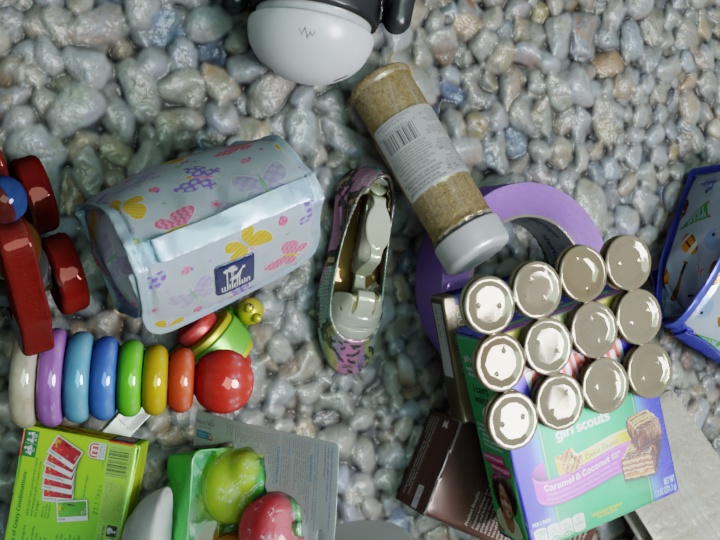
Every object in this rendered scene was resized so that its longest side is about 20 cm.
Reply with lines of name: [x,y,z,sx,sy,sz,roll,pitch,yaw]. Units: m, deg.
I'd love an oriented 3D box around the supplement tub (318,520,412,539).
supplement tub: [0.008,0.348,0.981,0.142,0.144,0.203,-17,106,-22]

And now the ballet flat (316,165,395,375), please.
ballet flat: [0.000,0.000,1.024,0.068,0.071,0.204,7,88,-21]

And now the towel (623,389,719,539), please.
towel: [0.341,0.238,1.154,0.131,0.035,0.202,-23,70,-22]

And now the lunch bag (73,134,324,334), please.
lunch bag: [-0.134,-0.032,0.896,0.168,0.199,0.129,-25,100,-21]

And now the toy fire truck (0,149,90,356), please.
toy fire truck: [-0.286,-0.043,0.830,0.111,0.169,0.202,-19,63,-21]

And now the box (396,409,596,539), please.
box: [0.146,0.229,1.091,0.198,0.075,0.101,29,80,-23]

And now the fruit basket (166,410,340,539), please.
fruit basket: [-0.087,0.226,0.924,0.093,0.198,0.189,5,88,-50]

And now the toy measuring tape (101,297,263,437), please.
toy measuring tape: [-0.158,0.097,0.959,0.200,0.073,0.074,-45,107,-17]

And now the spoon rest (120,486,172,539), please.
spoon rest: [-0.177,0.282,0.896,0.060,0.099,0.204,11,94,-1]

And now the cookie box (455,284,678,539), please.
cookie box: [0.193,0.132,1.003,0.169,0.075,0.203,-16,97,-20]

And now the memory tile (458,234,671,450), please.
memory tile: [0.184,0.059,0.950,0.197,0.017,0.156,-15,94,-20]

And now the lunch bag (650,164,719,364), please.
lunch bag: [0.417,0.008,1.177,0.169,0.123,0.203,28,72,-22]

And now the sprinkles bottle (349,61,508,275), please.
sprinkles bottle: [0.064,-0.097,1.012,0.067,0.068,0.202,-24,76,-20]

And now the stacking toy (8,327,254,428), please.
stacking toy: [-0.188,0.094,0.900,0.196,0.085,0.087,4,89,-9]

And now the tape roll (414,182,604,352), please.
tape roll: [0.156,0.013,1.095,0.197,0.065,0.204,0,90,-24]

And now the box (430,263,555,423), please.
box: [0.169,0.062,1.050,0.197,0.032,0.123,-14,97,-23]

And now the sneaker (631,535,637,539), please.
sneaker: [0.358,0.367,1.191,0.200,0.076,0.116,42,81,-7]

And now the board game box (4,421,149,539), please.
board game box: [-0.250,0.239,0.916,0.100,0.048,0.204,10,87,0]

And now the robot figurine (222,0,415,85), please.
robot figurine: [-0.036,-0.271,0.978,0.124,0.149,0.204,12,85,-44]
